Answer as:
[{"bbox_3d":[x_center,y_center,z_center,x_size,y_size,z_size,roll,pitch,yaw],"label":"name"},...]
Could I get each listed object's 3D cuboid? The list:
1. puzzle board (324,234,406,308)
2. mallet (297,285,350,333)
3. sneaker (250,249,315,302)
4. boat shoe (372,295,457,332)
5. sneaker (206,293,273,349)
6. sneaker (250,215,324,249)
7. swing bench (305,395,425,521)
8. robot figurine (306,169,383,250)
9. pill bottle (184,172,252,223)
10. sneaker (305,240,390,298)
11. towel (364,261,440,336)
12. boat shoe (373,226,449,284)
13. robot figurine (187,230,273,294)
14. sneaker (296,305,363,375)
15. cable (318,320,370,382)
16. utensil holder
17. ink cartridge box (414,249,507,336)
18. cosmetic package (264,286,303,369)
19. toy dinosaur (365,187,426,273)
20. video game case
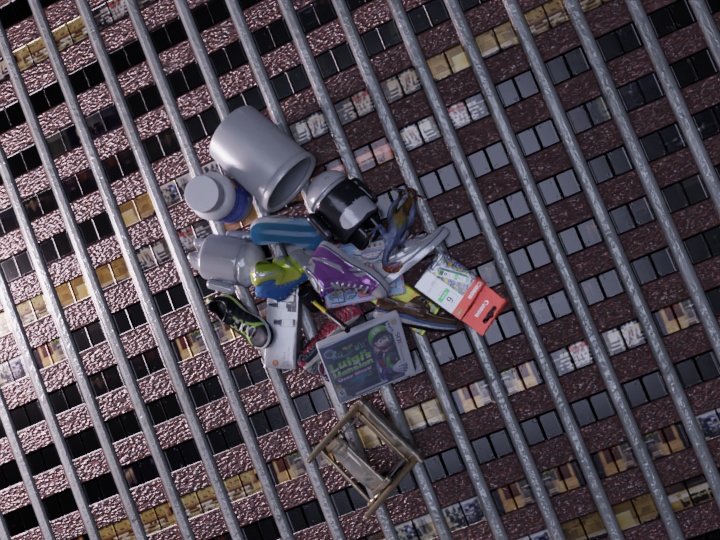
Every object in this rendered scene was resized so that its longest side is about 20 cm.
[{"bbox_3d":[0.000,0.000,1.532,0.198,0.017,0.152,-11,83,7],"label":"puzzle board"},{"bbox_3d":[-0.076,0.102,1.480,0.041,0.066,0.200,-44,45,-10],"label":"mallet"},{"bbox_3d":[-0.169,0.014,1.510,0.198,0.076,0.106,-9,132,-25],"label":"sneaker"},{"bbox_3d":[0.130,0.097,1.480,0.198,0.072,0.073,10,79,4],"label":"boat shoe"},{"bbox_3d":[-0.300,0.128,1.535,0.199,0.083,0.072,34,110,25],"label":"sneaker"},{"bbox_3d":[-0.167,-0.100,1.539,0.198,0.081,0.077,5,111,-12],"label":"sneaker"},{"bbox_3d":[0.016,0.430,1.490,0.199,0.130,0.200,43,91,7],"label":"swing bench"},{"bbox_3d":[-0.039,-0.143,1.498,0.200,0.150,0.125,45,113,6],"label":"robot figurine"},{"bbox_3d":[-0.337,-0.172,1.503,0.111,0.200,0.113,0,90,8],"label":"pill bottle"},{"bbox_3d":[-0.035,0.032,1.461,0.199,0.073,0.115,31,64,2],"label":"sneaker"},{"bbox_3d":[0.091,0.068,1.531,0.199,0.018,0.086,34,90,8],"label":"towel"},{"bbox_3d":[0.119,-0.050,1.483,0.199,0.074,0.066,-38,90,-9],"label":"boat shoe"},{"bbox_3d":[-0.315,-0.024,1.544,0.198,0.113,0.171,12,68,9],"label":"robot figurine"},{"bbox_3d":[-0.064,0.166,1.530,0.075,0.081,0.200,40,101,-21],"label":"sneaker"},{"bbox_3d":[0.008,0.206,1.495,0.163,0.051,0.200,40,97,-25],"label":"cable"},{"bbox_3d":[-0.235,-0.266,1.506,0.200,0.170,0.170,40,96,9],"label":"utensil holder"},{"bbox_3d":[0.236,0.054,1.486,0.199,0.050,0.109,36,90,8],"label":"ink cartridge box"},{"bbox_3d":[-0.189,0.138,1.556,0.082,0.051,0.202,2,90,10],"label":"cosmetic package"},{"bbox_3d":[0.095,-0.088,1.451,0.104,0.200,0.183,20,106,20],"label":"toy dinosaur"},{"bbox_3d":[0.016,0.203,1.460,0.198,0.023,0.183,-21,121,-6],"label":"video game case"}]
